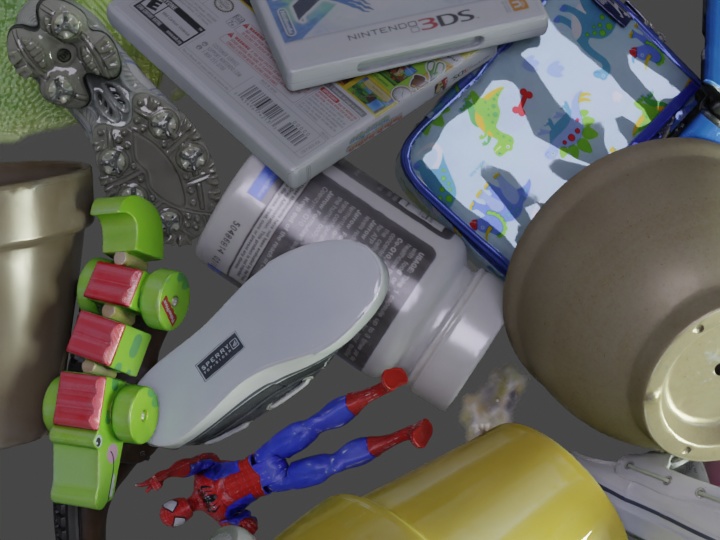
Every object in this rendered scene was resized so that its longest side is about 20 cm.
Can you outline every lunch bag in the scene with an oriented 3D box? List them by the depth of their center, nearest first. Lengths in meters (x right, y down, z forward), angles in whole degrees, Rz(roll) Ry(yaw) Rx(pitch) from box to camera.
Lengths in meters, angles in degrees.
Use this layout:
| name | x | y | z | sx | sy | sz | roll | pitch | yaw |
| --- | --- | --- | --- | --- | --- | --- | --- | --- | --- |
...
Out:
| name | x | y | z | sx | sy | sz | roll | pitch | yaw |
| --- | --- | --- | --- | --- | --- | --- | --- | --- | --- |
| lunch bag | 0.138 | -0.088 | 1.406 | 0.200 | 0.082 | 0.161 | -44 | 89 | -7 |

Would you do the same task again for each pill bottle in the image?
| name | x | y | z | sx | sy | sz | roll | pitch | yaw |
| --- | --- | --- | --- | --- | --- | --- | --- | --- | --- |
| pill bottle | 0.000 | 0.000 | 1.368 | 0.200 | 0.114 | 0.114 | 34 | 81 | 3 |

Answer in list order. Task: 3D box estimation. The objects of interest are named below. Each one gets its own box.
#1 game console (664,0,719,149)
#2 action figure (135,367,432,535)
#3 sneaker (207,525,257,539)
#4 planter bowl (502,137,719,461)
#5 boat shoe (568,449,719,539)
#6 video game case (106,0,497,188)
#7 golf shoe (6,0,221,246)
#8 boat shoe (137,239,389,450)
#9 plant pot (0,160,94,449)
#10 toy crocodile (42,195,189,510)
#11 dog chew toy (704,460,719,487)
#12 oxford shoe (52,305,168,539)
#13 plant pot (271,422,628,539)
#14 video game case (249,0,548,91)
| name | x | y | z | sx | sy | sz | roll | pitch | yaw |
| --- | --- | --- | --- | --- | --- | --- | --- | --- | --- |
| game console | 0.265 | -0.074 | 1.392 | 0.200 | 0.118 | 0.171 | 30 | 111 | -32 |
| action figure | -0.061 | 0.132 | 1.327 | 0.200 | 0.099 | 0.065 | -27 | 90 | 25 |
| sneaker | -0.074 | 0.238 | 1.302 | 0.104 | 0.200 | 0.075 | 25 | 48 | -6 |
| planter bowl | 0.205 | 0.036 | 1.284 | 0.200 | 0.135 | 0.201 | -9 | 124 | -14 |
| boat shoe | 0.204 | 0.151 | 1.333 | 0.200 | 0.074 | 0.067 | 26 | 85 | 45 |
| video game case | -0.040 | -0.162 | 1.375 | 0.182 | 0.023 | 0.200 | -35 | 59 | -23 |
| golf shoe | -0.162 | -0.111 | 1.397 | 0.078 | 0.097 | 0.200 | -31 | 112 | 6 |
| boat shoe | -0.056 | 0.052 | 1.314 | 0.200 | 0.068 | 0.072 | -39 | 65 | 16 |
| plant pot | -0.264 | 0.025 | 1.326 | 0.199 | 0.200 | 0.174 | -6 | 97 | -4 |
| toy crocodile | -0.161 | 0.051 | 1.293 | 0.067 | 0.062 | 0.200 | 11 | 83 | 26 |
| dog chew toy | 0.295 | 0.182 | 1.356 | 0.124 | 0.125 | 0.201 | -4 | 90 | -3 |
| oxford shoe | -0.161 | 0.112 | 1.367 | 0.084 | 0.073 | 0.201 | 11 | 85 | -12 |
| plant pot | 0.063 | 0.203 | 1.311 | 0.189 | 0.201 | 0.201 | -38 | 85 | -23 |
| video game case | 0.008 | -0.215 | 1.386 | 0.182 | 0.022 | 0.200 | -14 | 52 | -13 |
